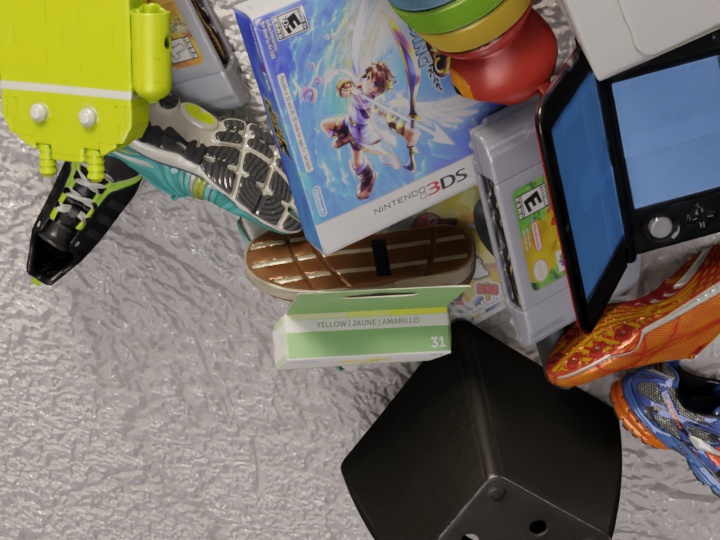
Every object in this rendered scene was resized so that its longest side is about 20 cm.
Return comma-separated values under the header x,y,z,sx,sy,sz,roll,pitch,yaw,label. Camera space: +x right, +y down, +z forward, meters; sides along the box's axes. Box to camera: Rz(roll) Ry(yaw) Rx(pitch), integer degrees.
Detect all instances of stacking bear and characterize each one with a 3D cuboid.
x,y,z,sx,sy,sz,roll,pitch,yaw,label
0.073,-0.197,1.076,0.114,0.121,0.200,-42,128,-3,stacking bear

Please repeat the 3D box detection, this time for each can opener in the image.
x,y,z,sx,sy,sz,roll,pitch,yaw,label
0.155,0.013,1.307,0.066,0.053,0.201,20,143,47,can opener

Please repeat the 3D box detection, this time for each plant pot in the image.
x,y,z,sx,sy,sz,roll,pitch,yaw,label
0.118,0.204,1.364,0.199,0.178,0.200,30,112,-19,plant pot

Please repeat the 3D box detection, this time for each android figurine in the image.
x,y,z,sx,sy,sz,roll,pitch,yaw,label
-0.229,-0.171,1.201,0.180,0.041,0.202,9,106,19,android figurine

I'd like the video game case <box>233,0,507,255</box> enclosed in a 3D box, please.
x,y,z,sx,sy,sz,roll,pitch,yaw,label
0.018,-0.138,1.158,0.180,0.045,0.202,-26,119,-15,video game case

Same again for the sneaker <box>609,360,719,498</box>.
x,y,z,sx,sy,sz,roll,pitch,yaw,label
0.323,0.145,1.375,0.199,0.076,0.079,30,128,-12,sneaker

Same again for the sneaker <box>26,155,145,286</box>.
x,y,z,sx,sy,sz,roll,pitch,yaw,label
-0.250,-0.052,1.367,0.071,0.083,0.200,28,134,-8,sneaker

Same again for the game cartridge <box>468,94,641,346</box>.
x,y,z,sx,sy,sz,roll,pitch,yaw,label
0.164,-0.050,1.225,0.040,0.133,0.202,31,144,52,game cartridge

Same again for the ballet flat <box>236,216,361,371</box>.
x,y,z,sx,sy,sz,roll,pitch,yaw,label
-0.037,0.008,1.379,0.069,0.070,0.201,-16,126,27,ballet flat

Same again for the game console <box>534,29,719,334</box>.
x,y,z,sx,sy,sz,roll,pitch,yaw,label
0.220,-0.078,1.145,0.171,0.119,0.202,-15,121,3,game console

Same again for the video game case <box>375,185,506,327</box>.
x,y,z,sx,sy,sz,roll,pitch,yaw,label
0.089,-0.041,1.319,0.199,0.023,0.182,-31,115,35,video game case

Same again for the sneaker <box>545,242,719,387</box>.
x,y,z,sx,sy,sz,roll,pitch,yaw,label
0.251,0.055,1.280,0.198,0.073,0.078,-26,120,5,sneaker

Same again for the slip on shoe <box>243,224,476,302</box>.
x,y,z,sx,sy,sz,roll,pitch,yaw,label
0.000,0.000,1.309,0.198,0.077,0.061,-6,148,-2,slip on shoe

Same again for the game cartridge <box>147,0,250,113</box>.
x,y,z,sx,sy,sz,roll,pitch,yaw,label
-0.188,-0.208,1.254,0.132,0.042,0.201,-13,125,21,game cartridge

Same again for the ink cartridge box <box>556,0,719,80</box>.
x,y,z,sx,sy,sz,roll,pitch,yaw,label
0.173,-0.247,0.977,0.143,0.201,0.146,-23,122,9,ink cartridge box

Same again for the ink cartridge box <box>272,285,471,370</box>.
x,y,z,sx,sy,sz,roll,pitch,yaw,label
0.007,0.050,1.274,0.144,0.049,0.200,-3,173,-9,ink cartridge box

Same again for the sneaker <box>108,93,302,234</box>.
x,y,z,sx,sy,sz,roll,pitch,yaw,label
-0.132,-0.090,1.285,0.199,0.078,0.080,29,148,-7,sneaker
